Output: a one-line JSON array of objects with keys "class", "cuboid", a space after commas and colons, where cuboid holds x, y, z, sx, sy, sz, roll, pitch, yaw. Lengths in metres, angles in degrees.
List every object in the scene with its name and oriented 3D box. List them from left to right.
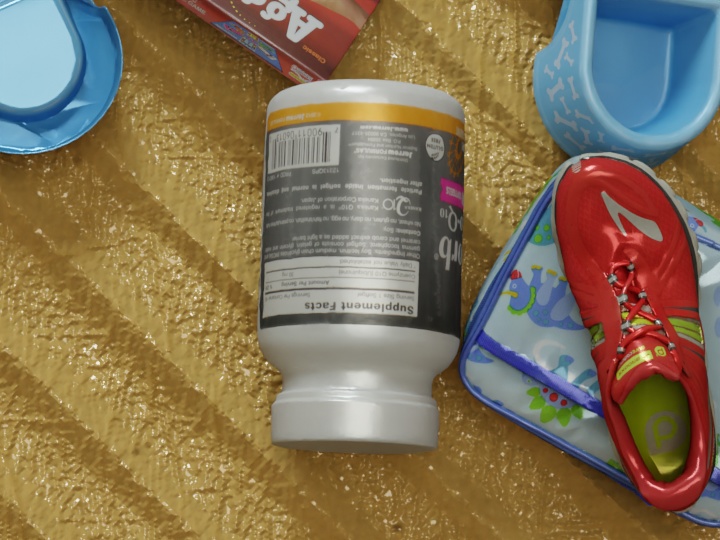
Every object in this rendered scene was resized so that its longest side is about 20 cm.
[{"class": "dog bowl", "cuboid": [-0.212, -0.158, 1.424, 0.111, 0.050, 0.201, -25, 85, -9]}, {"class": "board game box", "cuboid": [-0.084, -0.193, 1.429, 0.200, 0.019, 0.103, 34, 53, -4]}, {"class": "pill bottle", "cuboid": [0.000, 0.000, 1.390, 0.116, 0.116, 0.201, 2, 82, -6]}, {"class": "dog bowl", "cuboid": [0.166, -0.159, 1.445, 0.111, 0.050, 0.201, 6, 87, -20]}, {"class": "sneaker", "cuboid": [0.154, 0.034, 1.317, 0.077, 0.085, 0.201, -16, 98, 9]}, {"class": "lunch bag", "cuboid": [0.165, 0.043, 1.403, 0.200, 0.082, 0.161, 31, 103, 0]}]
